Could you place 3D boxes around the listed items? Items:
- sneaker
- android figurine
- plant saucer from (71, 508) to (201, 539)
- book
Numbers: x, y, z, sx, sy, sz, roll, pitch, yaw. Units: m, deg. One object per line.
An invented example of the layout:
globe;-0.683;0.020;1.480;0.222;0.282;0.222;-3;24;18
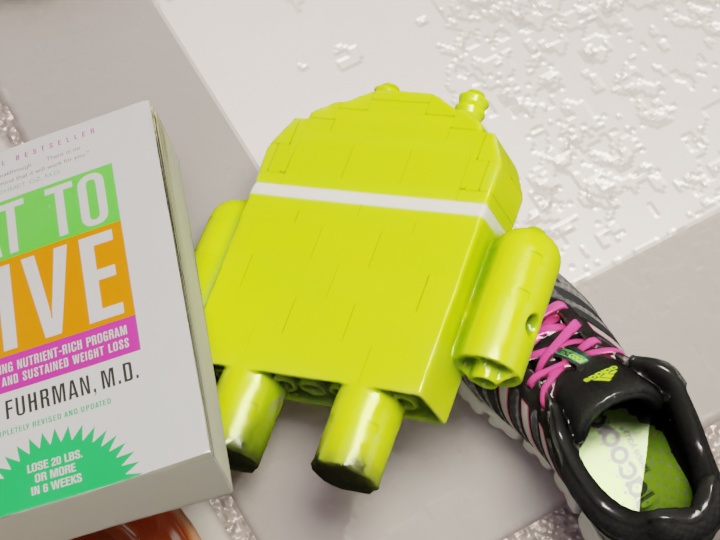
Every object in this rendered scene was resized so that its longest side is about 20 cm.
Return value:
sneaker;0.098;0.054;0.937;0.074;0.088;0.200;-28;67;-15
android figurine;0.000;0.000;0.953;0.182;0.041;0.200;5;62;30
plant saucer;-0.155;0.164;0.906;0.200;0.032;0.201;0;63;0
book;-0.135;0.029;0.938;0.133;0.048;0.200;-17;50;4
